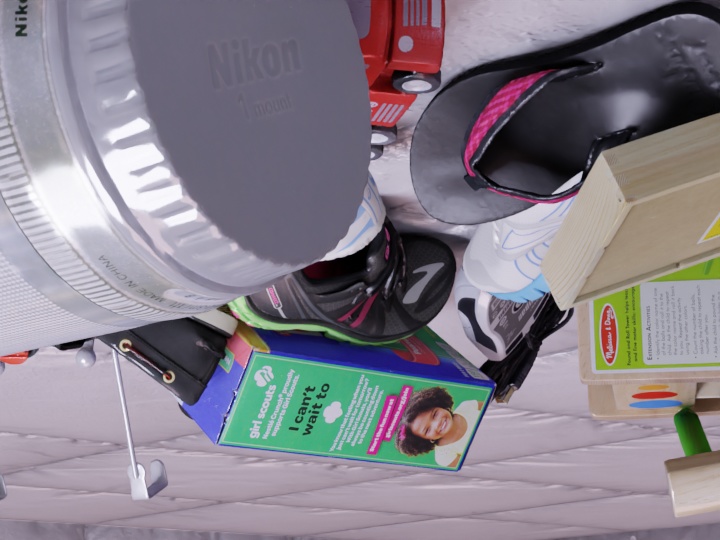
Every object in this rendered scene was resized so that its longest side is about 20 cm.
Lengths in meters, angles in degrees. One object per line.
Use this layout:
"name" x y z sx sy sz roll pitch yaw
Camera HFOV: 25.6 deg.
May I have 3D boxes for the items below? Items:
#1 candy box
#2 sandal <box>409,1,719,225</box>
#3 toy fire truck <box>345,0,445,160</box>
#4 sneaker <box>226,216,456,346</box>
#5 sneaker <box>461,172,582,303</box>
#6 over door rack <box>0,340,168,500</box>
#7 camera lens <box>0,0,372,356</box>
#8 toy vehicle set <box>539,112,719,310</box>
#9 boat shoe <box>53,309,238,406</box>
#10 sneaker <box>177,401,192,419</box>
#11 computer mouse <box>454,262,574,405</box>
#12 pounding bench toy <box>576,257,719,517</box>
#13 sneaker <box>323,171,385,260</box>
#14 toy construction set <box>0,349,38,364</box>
"candy box" -0.038 0.059 1.075 0.199 0.078 0.169 9 -161 -35
"sandal" 0.090 -0.066 0.740 0.199 0.045 0.075 -22 115 44
"toy fire truck" -0.052 -0.085 0.711 0.140 0.049 0.200 4 165 -14
"sneaker" 0.000 0.000 0.987 0.084 0.077 0.199 -32 160 37
"sneaker" 0.093 -0.044 0.859 0.086 0.076 0.200 12 154 -20
"over door rack" -0.226 0.077 1.069 0.147 0.202 0.067 -5 -158 20
"camera lens" -0.116 -0.054 0.596 0.199 0.161 0.160 -12 162 31
"toy vehicle set" 0.190 -0.045 0.750 0.199 0.027 0.124 -18 160 -15
"boat shoe" -0.174 0.016 0.956 0.200 0.063 0.074 25 174 8
"sneaker" -0.111 0.079 1.339 0.090 0.077 0.200 19 151 -29
"computer mouse" 0.098 0.021 1.090 0.044 0.110 0.200 33 166 23
"pounding bench toy" 0.196 0.054 0.954 0.123 0.202 0.156 -3 165 9
"sneaker" -0.077 -0.043 0.868 0.199 0.072 0.073 -2 132 35
"toy construction set" -0.197 -0.018 0.855 0.199 0.093 0.131 -11 144 39
